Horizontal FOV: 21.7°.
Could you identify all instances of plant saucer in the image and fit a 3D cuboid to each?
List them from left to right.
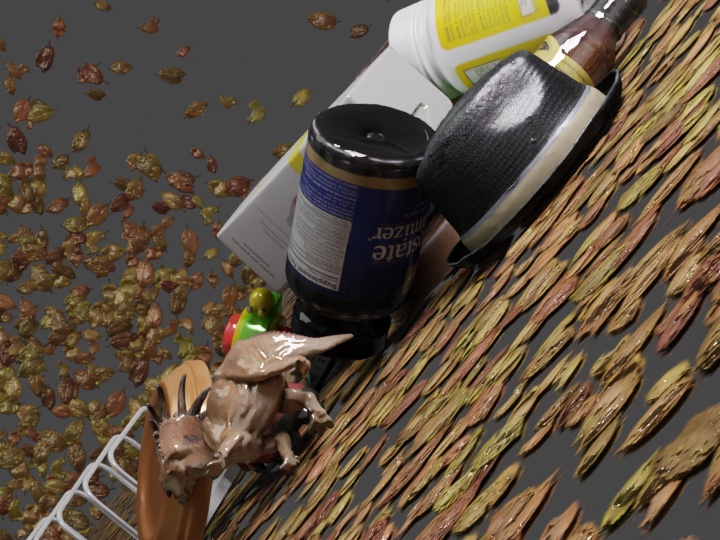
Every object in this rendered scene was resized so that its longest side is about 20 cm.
[{"bbox_3d":[-0.169,0.179,1.687,0.200,0.037,0.201,-173,90,-73],"label":"plant saucer"},{"bbox_3d":[0.083,-0.041,1.686,0.200,0.034,0.200,-51,4,4],"label":"plant saucer"}]

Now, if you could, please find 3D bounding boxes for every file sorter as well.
[{"bbox_3d":[-0.241,0.256,1.904,0.200,0.124,0.139,-48,5,25],"label":"file sorter"}]

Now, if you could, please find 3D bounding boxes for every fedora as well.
[{"bbox_3d":[0.111,-0.099,1.467,0.201,0.092,0.201,-50,5,6],"label":"fedora"}]

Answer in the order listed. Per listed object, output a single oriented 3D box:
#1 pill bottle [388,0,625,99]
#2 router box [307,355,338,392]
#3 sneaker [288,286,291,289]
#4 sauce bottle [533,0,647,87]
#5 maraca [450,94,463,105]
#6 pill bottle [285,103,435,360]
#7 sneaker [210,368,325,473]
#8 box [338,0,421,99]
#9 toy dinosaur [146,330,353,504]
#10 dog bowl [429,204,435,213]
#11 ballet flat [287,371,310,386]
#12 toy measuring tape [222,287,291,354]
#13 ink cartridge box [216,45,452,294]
[{"bbox_3d":[0.133,-0.226,1.734,0.200,0.114,0.114,-16,24,32],"label":"pill bottle"},{"bbox_3d":[0.000,0.000,1.829,0.200,0.052,0.157,-61,-2,32],"label":"router box"},{"bbox_3d":[-0.033,-0.063,1.947,0.200,0.114,0.075,-59,22,8],"label":"sneaker"},{"bbox_3d":[0.173,-0.165,1.607,0.200,0.066,0.066,-51,4,-17],"label":"sauce bottle"},{"bbox_3d":[0.075,-0.150,1.877,0.199,0.107,0.137,-2,-3,25],"label":"maraca"},{"bbox_3d":[-0.003,-0.030,1.581,0.112,0.112,0.200,-57,-19,-58],"label":"pill bottle"},{"bbox_3d":[-0.096,0.125,1.681,0.071,0.098,0.200,-50,5,-20],"label":"sneaker"},{"bbox_3d":[0.099,-0.213,2.098,0.200,0.164,0.166,-46,6,48],"label":"box"},{"bbox_3d":[-0.102,0.106,1.550,0.200,0.086,0.135,-53,43,-7],"label":"toy dinosaur"},{"bbox_3d":[0.054,-0.057,2.018,0.200,0.050,0.112,-47,5,30],"label":"dog bowl"},{"bbox_3d":[-0.105,0.138,1.820,0.065,0.071,0.200,-19,-20,-27],"label":"ballet flat"},{"bbox_3d":[-0.104,0.100,1.895,0.074,0.073,0.200,-54,-23,-43],"label":"toy measuring tape"},{"bbox_3d":[-0.023,-0.094,1.720,0.200,0.083,0.145,-44,6,29],"label":"ink cartridge box"}]
